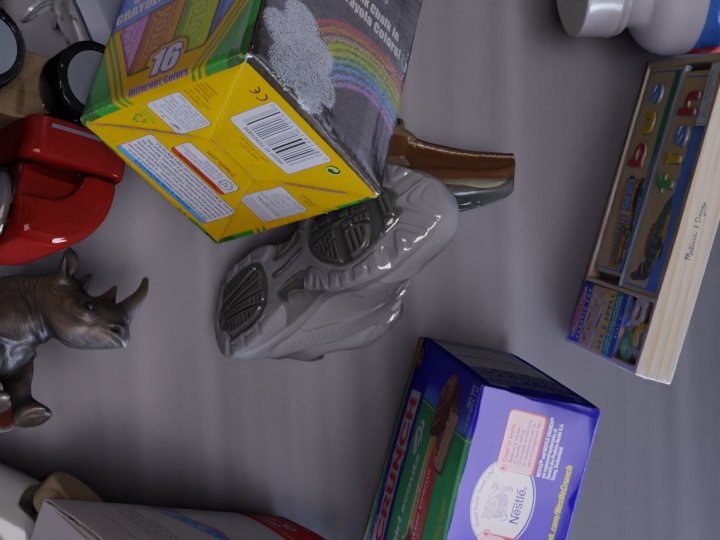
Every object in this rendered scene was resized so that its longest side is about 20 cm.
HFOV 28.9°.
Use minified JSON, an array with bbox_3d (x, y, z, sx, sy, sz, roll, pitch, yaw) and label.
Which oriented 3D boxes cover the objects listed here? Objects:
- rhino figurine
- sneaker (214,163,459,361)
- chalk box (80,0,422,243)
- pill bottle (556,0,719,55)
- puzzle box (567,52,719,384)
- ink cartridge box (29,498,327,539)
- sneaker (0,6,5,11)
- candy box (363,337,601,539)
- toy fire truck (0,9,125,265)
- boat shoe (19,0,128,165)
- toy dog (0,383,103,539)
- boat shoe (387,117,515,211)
[{"bbox_3d":[-0.213,0.048,0.803,0.199,0.060,0.088,-26,61,-2],"label":"rhino figurine"},{"bbox_3d":[0.000,0.000,0.857,0.099,0.200,0.078,16,57,-37],"label":"sneaker"},{"bbox_3d":[-0.052,-0.139,0.791,0.124,0.123,0.201,44,44,-38],"label":"chalk box"},{"bbox_3d":[0.229,-0.194,0.885,0.199,0.112,0.113,-5,96,-7],"label":"pill bottle"},{"bbox_3d":[0.189,-0.037,0.885,0.025,0.133,0.201,15,93,-10],"label":"puzzle box"},{"bbox_3d":[-0.114,0.224,0.845,0.200,0.085,0.148,16,95,-45],"label":"ink cartridge box"},{"bbox_3d":[-0.242,-0.142,0.844,0.090,0.070,0.200,-40,98,-1],"label":"sneaker"},{"bbox_3d":[0.065,0.138,0.850,0.077,0.200,0.170,14,93,-8],"label":"candy box"},{"bbox_3d":[-0.211,-0.037,0.729,0.176,0.128,0.201,16,70,-37],"label":"toy fire truck"},{"bbox_3d":[-0.159,-0.153,0.842,0.086,0.075,0.203,5,126,32],"label":"boat shoe"},{"bbox_3d":[-0.239,0.132,0.877,0.132,0.096,0.201,-29,84,-1],"label":"toy dog"},{"bbox_3d":[-0.001,-0.074,0.884,0.199,0.076,0.074,0,82,-9],"label":"boat shoe"}]
